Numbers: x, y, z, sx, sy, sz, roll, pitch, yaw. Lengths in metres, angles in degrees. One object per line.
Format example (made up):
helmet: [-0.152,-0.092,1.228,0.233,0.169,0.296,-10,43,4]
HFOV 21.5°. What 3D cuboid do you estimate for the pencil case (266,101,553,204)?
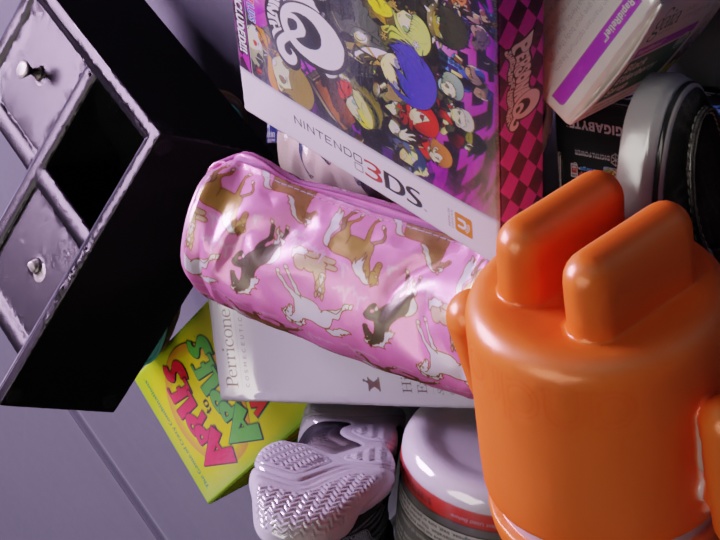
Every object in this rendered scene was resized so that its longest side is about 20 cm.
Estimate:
pencil case: [0.024,-0.079,1.003,0.199,0.077,0.090,-3,113,62]

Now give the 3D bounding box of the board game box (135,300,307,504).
board game box: [-0.065,0.063,1.220,0.102,0.047,0.200,57,139,9]

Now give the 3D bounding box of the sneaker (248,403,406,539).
sneaker: [-0.016,0.147,1.058,0.075,0.200,0.115,6,104,10]

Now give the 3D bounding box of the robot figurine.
robot figurine: [0.105,0.058,0.821,0.142,0.117,0.202,0,124,13]

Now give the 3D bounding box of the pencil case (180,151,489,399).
pencil case: [0.000,0.000,0.973,0.198,0.087,0.083,17,164,30]

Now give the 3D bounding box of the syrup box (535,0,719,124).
syrup box: [0.067,-0.168,0.850,0.200,0.078,0.082,49,132,13]

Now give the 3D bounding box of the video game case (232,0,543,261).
video game case: [0.007,-0.122,0.851,0.181,0.036,0.201,33,144,34]

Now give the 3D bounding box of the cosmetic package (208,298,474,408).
cosmetic package: [0.011,0.020,1.060,0.198,0.074,0.103,-2,99,31]

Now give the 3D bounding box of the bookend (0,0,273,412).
bookend: [-0.179,-0.057,1.150,0.199,0.092,0.200,-55,52,22]

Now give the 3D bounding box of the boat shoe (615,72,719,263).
boat shoe: [0.166,0.004,0.867,0.070,0.072,0.202,8,124,36]

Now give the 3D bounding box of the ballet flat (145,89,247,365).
ballet flat: [-0.128,-0.035,1.224,0.072,0.067,0.202,-119,43,-59]

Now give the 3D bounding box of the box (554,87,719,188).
box: [0.186,-0.003,0.920,0.199,0.046,0.161,14,118,43]

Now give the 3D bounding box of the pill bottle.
pill bottle: [0.074,0.176,1.074,0.115,0.115,0.202,27,126,36]
